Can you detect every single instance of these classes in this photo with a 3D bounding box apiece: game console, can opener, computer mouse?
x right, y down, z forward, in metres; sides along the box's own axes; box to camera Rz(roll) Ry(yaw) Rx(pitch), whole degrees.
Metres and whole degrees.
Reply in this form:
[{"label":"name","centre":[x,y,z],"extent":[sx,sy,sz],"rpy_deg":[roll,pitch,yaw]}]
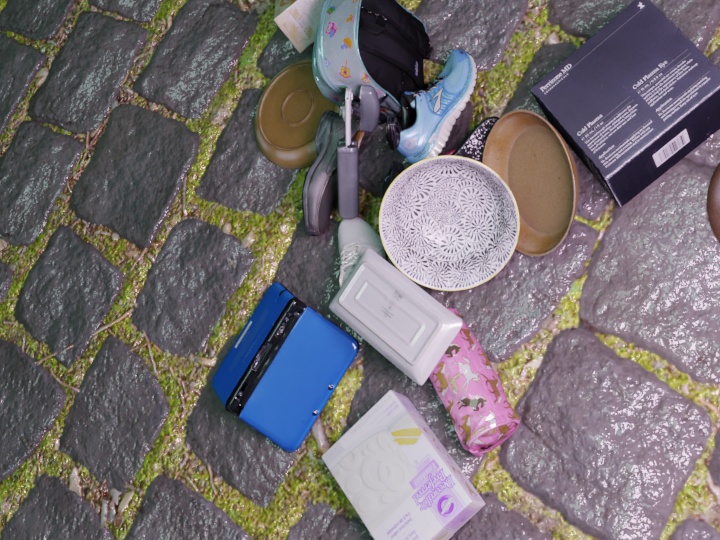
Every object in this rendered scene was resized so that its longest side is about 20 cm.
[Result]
[{"label":"game console","centre":[-0.121,0.147,1.534],"extent":[0.202,0.118,0.170],"rpy_deg":[-57,26,0]},{"label":"can opener","centre":[-0.003,-0.177,1.482],"extent":[0.065,0.054,0.204],"rpy_deg":[0,116,3]},{"label":"computer mouse","centre":[0.044,-0.153,1.445],"extent":[0.033,0.202,0.059],"rpy_deg":[4,53,9]}]

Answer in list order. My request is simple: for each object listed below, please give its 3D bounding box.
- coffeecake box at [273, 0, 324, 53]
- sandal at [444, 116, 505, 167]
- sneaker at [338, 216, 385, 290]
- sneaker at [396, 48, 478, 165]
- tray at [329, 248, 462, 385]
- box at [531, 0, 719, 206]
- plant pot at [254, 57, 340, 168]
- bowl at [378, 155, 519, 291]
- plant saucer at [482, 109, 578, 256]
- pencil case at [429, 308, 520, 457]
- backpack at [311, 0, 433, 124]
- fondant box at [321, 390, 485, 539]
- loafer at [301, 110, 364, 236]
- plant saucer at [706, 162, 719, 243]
[{"label":"coffeecake box","centre":[-0.046,-0.466,1.625],"extent":[0.199,0.073,0.154],"rpy_deg":[-37,22,13]},{"label":"sandal","centre":[0.146,-0.148,1.466],"extent":[0.200,0.045,0.075],"rpy_deg":[-43,100,14]},{"label":"sneaker","centre":[0.000,0.000,1.482],"extent":[0.070,0.080,0.204],"rpy_deg":[-24,62,21]},{"label":"sneaker","centre":[0.108,-0.256,1.479],"extent":[0.202,0.089,0.078],"rpy_deg":[-63,15,-18]},{"label":"tray","centre":[0.043,0.060,1.378],"extent":[0.199,0.022,0.108],"rpy_deg":[38,96,33]},{"label":"box","centre":[0.369,-0.230,1.334],"extent":[0.199,0.104,0.184],"rpy_deg":[-38,60,11]},{"label":"plant pot","centre":[-0.101,-0.272,1.660],"extent":[0.197,0.027,0.204],"rpy_deg":[-10,68,26]},{"label":"bowl","centre":[0.129,-0.082,1.411],"extent":[0.198,0.203,0.095],"rpy_deg":[-25,19,18]},{"label":"plant saucer","centre":[0.241,-0.123,1.365],"extent":[0.199,0.035,0.204],"rpy_deg":[33,130,52]},{"label":"pencil case","centre":[0.140,0.152,1.353],"extent":[0.202,0.082,0.087],"rpy_deg":[61,137,29]},{"label":"backpack","centre":[0.009,-0.338,1.520],"extent":[0.151,0.199,0.179],"rpy_deg":[0,74,28]},{"label":"fondant box","centre":[0.056,0.291,1.365],"extent":[0.144,0.058,0.201],"rpy_deg":[-44,60,8]},{"label":"loafer","centre":[-0.043,-0.151,1.560],"extent":[0.071,0.073,0.204],"rpy_deg":[11,88,20]},{"label":"plant saucer","centre":[0.540,-0.098,1.247],"extent":[0.197,0.037,0.204],"rpy_deg":[-10,68,25]}]
